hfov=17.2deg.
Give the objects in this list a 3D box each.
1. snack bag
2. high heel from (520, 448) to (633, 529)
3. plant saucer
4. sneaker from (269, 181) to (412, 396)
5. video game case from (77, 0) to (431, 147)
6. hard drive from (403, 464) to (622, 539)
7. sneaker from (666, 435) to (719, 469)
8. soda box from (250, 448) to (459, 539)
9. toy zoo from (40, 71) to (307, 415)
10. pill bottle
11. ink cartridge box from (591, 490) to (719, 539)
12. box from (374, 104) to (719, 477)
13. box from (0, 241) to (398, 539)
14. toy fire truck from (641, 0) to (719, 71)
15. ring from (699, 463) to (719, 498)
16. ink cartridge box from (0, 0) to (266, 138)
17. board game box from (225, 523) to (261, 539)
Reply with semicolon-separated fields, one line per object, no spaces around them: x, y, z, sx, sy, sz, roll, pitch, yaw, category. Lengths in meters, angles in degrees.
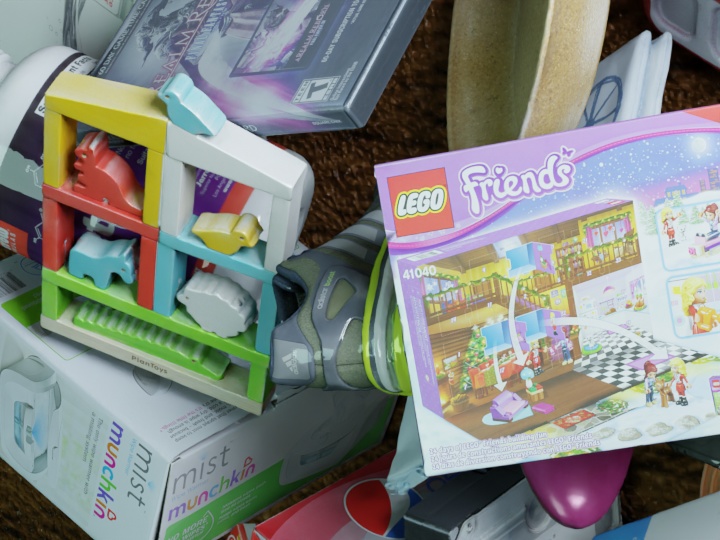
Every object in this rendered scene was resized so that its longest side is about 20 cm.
0.081;0.000;1.152;0.021;0.201;0.188;24;152;-20;snack bag
0.119;0.021;1.136;0.096;0.067;0.201;128;153;-51;high heel
0.082;-0.127;1.122;0.200;0.035;0.201;-174;90;-80;plant saucer
0.000;0.000;1.145;0.081;0.200;0.074;-5;110;8;sneaker
-0.048;-0.122;1.170;0.199;0.143;0.019;-1;141;41;video game case
0.088;0.186;1.249;0.038;0.140;0.201;15;122;39;hard drive
0.176;0.040;1.164;0.105;0.060;0.200;-67;26;2;sneaker
0.026;0.138;1.252;0.063;0.200;0.070;36;129;27;soda box
-0.095;-0.021;1.169;0.131;0.020;0.200;21;138;11;toy zoo
-0.132;-0.047;1.266;0.199;0.113;0.113;25;127;6;pill bottle
0.212;0.171;1.108;0.145;0.084;0.200;42;140;-18;ink cartridge box
0.115;0.005;1.012;0.199;0.039;0.138;-9;91;14;box
-0.101;0.052;1.337;0.176;0.200;0.097;37;131;25;box
0.208;-0.125;1.043;0.200;0.112;0.168;36;154;28;toy fire truck
0.254;0.140;1.168;0.200;0.019;0.201;19;121;36;ring
-0.140;-0.155;1.363;0.200;0.083;0.147;36;130;26;ink cartridge box
-0.037;0.220;1.386;0.200;0.151;0.046;-55;41;42;board game box
